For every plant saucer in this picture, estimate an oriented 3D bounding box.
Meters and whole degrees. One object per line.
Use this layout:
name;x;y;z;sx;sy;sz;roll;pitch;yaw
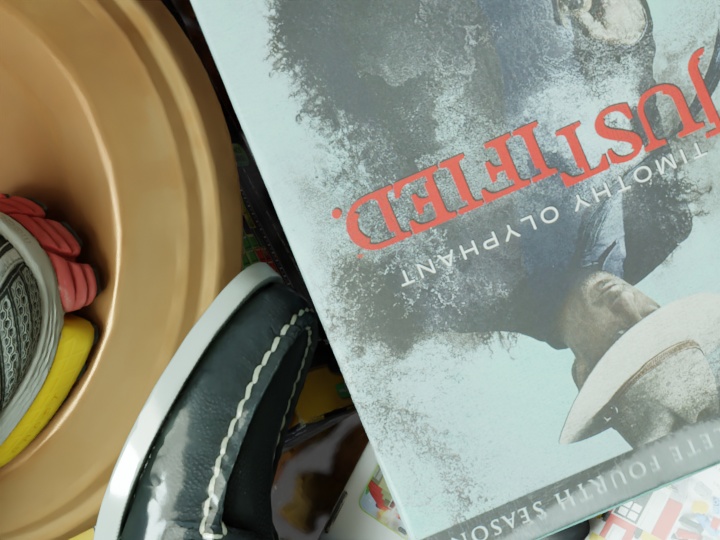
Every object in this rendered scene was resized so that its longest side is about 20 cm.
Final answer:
plant saucer;-0.130;-0.011;0.889;0.199;0.037;0.202;3;96;26

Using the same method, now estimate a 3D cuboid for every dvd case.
dvd case;0.046;-0.034;0.822;0.145;0.022;0.201;-22;86;5

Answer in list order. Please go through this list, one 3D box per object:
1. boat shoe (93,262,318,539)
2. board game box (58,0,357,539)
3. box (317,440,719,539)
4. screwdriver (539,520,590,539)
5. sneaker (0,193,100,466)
boat shoe;-0.048;0.098;0.840;0.060;0.076;0.201;25;101;16
board game box;-0.118;0.016;0.936;0.199;0.057;0.166;-31;83;25
box;0.088;0.098;0.859;0.199;0.035;0.110;34;109;18
screwdriver;0.000;0.000;0.852;0.029;0.028;0.200;-37;82;-5
sneaker;-0.154;0.065;0.842;0.078;0.082;0.201;35;109;18
